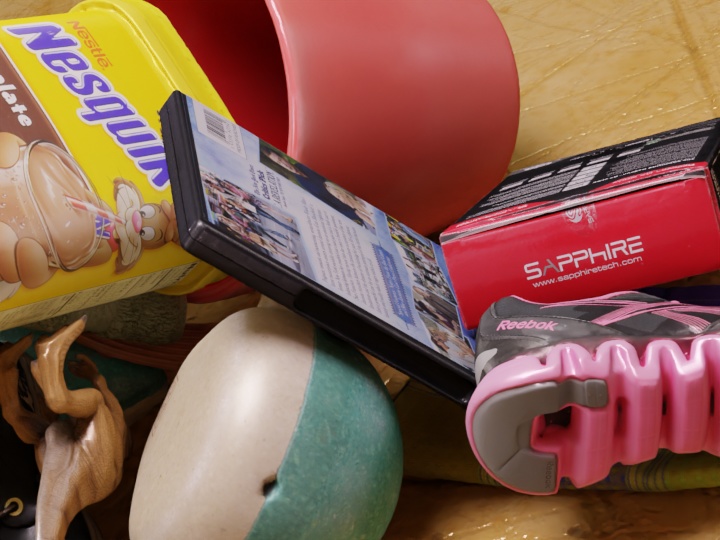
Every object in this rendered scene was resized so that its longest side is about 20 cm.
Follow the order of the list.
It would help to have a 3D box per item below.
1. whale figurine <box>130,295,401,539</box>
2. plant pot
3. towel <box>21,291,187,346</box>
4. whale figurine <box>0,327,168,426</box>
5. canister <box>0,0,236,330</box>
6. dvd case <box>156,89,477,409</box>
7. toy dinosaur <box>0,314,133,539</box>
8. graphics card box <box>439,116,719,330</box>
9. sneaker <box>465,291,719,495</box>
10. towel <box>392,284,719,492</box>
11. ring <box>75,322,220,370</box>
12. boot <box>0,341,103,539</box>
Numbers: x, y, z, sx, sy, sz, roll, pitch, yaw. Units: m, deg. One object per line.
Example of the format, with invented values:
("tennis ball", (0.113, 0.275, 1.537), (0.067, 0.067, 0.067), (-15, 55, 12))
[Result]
("whale figurine", (-0.042, 0.083, 0.958), (0.160, 0.103, 0.200), (-66, 11, 0))
("plant pot", (-0.025, -0.089, 1.120), (0.176, 0.202, 0.200), (-6, 14, -38))
("towel", (-0.182, -0.036, 1.068), (0.200, 0.148, 0.037), (50, 117, 36))
("whale figurine", (-0.190, 0.040, 1.134), (0.159, 0.104, 0.199), (-37, 33, -25))
("canister", (-0.153, -0.047, 0.963), (0.087, 0.149, 0.199), (-42, -15, 35))
("dvd case", (0.000, 0.000, 0.943), (0.018, 0.199, 0.143), (-52, 23, 18))
("toy dinosaur", (-0.126, 0.081, 0.928), (0.060, 0.107, 0.200), (-22, 13, 13))
("graphics card box", (0.119, -0.027, 1.006), (0.125, 0.051, 0.200), (-15, 8, 15))
("sneaker", (0.138, 0.037, 0.884), (0.198, 0.080, 0.096), (-1, 30, -6))
("towel", (0.108, 0.050, 0.984), (0.199, 0.023, 0.144), (2, 37, 38))
("ring", (-0.099, -0.005, 1.145), (0.199, 0.019, 0.201), (8, 33, -6))
("boot", (-0.191, 0.083, 0.970), (0.073, 0.151, 0.201), (-28, 49, 11))
